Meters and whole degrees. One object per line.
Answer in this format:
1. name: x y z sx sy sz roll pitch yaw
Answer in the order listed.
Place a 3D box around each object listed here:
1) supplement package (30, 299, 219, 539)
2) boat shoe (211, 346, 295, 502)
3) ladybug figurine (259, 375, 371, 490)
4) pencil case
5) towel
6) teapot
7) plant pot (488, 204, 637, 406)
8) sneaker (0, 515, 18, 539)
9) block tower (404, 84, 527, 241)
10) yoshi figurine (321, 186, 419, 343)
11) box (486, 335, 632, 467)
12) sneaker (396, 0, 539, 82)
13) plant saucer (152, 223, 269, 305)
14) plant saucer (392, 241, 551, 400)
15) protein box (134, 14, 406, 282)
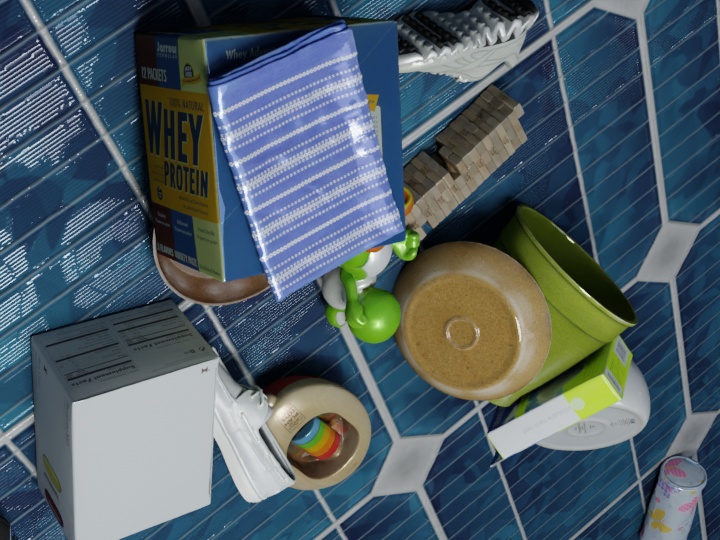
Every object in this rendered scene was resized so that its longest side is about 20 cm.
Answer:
1. supplement package: -0.239 0.157 1.186 0.155 0.111 0.202 -16 129 -32
2. boat shoe: -0.127 0.159 1.267 0.068 0.072 0.202 -20 105 5
3. ladybug figurine: -0.064 0.185 1.385 0.136 0.072 0.200 -43 139 -4
4. pencil case: 0.561 0.428 2.103 0.090 0.083 0.202 -24 134 -32
5. towel: -0.041 -0.092 0.984 0.144 0.024 0.202 -29 117 -27
6. teapot: 0.303 0.151 1.626 0.196 0.147 0.200 14 148 -26
7. plant pot: 0.203 0.059 1.446 0.193 0.201 0.200 -48 140 18
8. sneaker: -0.432 0.325 1.180 0.200 0.070 0.078 -42 132 -8
9. block tower: 0.100 -0.114 1.312 0.200 0.054 0.058 -44 140 -4
10. yoshi figurine: 0.015 0.005 1.252 0.111 0.113 0.201 -3 143 -14
11. box: 0.241 0.160 1.469 0.199 0.048 0.122 -33 -171 29
12. sneaker: 0.098 -0.228 1.214 0.199 0.075 0.082 -19 140 -29
13. plant saucer: -0.124 -0.059 1.177 0.199 0.034 0.202 -22 133 -26
14. plant saucer: 0.122 0.067 1.368 0.035 0.199 0.202 -42 152 -60
15. protein box: -0.077 -0.118 1.051 0.197 0.134 0.202 -14 108 -33
